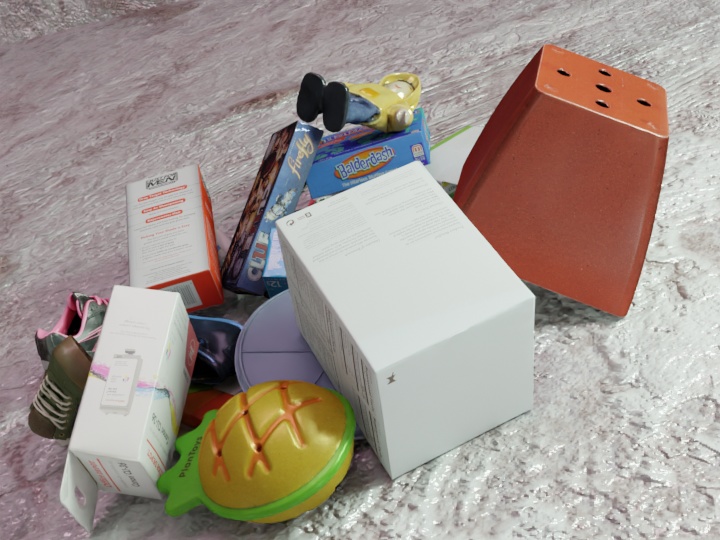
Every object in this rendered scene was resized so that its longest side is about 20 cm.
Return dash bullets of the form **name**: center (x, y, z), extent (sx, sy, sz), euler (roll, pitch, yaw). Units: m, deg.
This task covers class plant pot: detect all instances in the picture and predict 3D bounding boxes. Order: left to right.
- **plant pot**: center (0.212, -0.106, 1.121), extent (0.198, 0.178, 0.200), euler (21, 33, 2)

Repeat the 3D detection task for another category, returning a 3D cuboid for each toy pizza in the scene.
- **toy pizza**: center (-0.023, 0.088, 1.084), extent (0.197, 0.032, 0.202), euler (2, 45, -1)

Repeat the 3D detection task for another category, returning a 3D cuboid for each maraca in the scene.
- **maraca**: center (-0.091, 0.157, 0.963), extent (0.198, 0.108, 0.138), euler (-12, 35, 30)

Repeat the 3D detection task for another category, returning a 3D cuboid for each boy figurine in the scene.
- **boy figurine**: center (0.015, -0.199, 1.321), extent (0.123, 0.065, 0.199), euler (25, 23, 31)

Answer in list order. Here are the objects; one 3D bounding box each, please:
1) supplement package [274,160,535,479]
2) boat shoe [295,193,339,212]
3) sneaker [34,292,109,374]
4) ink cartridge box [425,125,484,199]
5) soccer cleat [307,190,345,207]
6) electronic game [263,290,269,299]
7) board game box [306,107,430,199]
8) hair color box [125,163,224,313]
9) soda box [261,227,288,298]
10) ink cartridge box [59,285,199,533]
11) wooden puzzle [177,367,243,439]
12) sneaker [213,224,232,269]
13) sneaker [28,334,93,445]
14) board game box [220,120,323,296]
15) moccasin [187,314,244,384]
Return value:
- **supplement package**: center (0.039, 0.040, 0.991), extent (0.150, 0.152, 0.201), euler (-23, 48, -14)
- **boat shoe**: center (-0.024, -0.060, 1.307), extent (0.073, 0.061, 0.199), euler (-24, 23, -29)
- **sneaker**: center (-0.302, 0.059, 1.303), extent (0.078, 0.096, 0.200), euler (-1, 29, 34)
- **ink cartridge box**: center (0.156, -0.105, 1.362), extent (0.147, 0.077, 0.199), euler (-32, 30, -28)
- **soccer cleat**: center (-0.011, -0.078, 1.422), extent (0.077, 0.067, 0.200), euler (-53, 27, -5)
- **electronic game**: center (-0.024, -0.006, 1.315), extent (0.197, 0.042, 0.200), euler (-12, 20, 4)
- **board game box**: center (0.012, -0.151, 1.406), extent (0.150, 0.046, 0.200), euler (-16, 14, 7)
- **hair color box**: center (-0.226, -0.035, 1.346), extent (0.100, 0.062, 0.201), euler (-16, 44, 2)
- **soda box**: center (0.000, 0.000, 1.190), extent (0.197, 0.068, 0.065), euler (2, 58, 9)
- **ink cartridge box**: center (-0.206, 0.131, 1.014), extent (0.067, 0.117, 0.202), euler (7, 63, 6)
- **wooden puzzle**: center (-0.115, 0.121, 1.128), extent (0.184, 0.038, 0.199), euler (-34, 30, -31)
- **sneaker**: center (-0.230, -0.012, 1.446), extent (0.105, 0.076, 0.199), euler (-48, 35, -17)
- **sneaker**: center (-0.287, 0.131, 1.101), extent (0.090, 0.067, 0.200), euler (-39, -11, -13)
- **board game box**: center (-0.109, -0.071, 1.317), extent (0.202, 0.034, 0.135), euler (-70, 17, -7)
- **moccasin**: center (-0.204, 0.082, 1.153), extent (0.198, 0.081, 0.068), euler (-7, 28, 35)
